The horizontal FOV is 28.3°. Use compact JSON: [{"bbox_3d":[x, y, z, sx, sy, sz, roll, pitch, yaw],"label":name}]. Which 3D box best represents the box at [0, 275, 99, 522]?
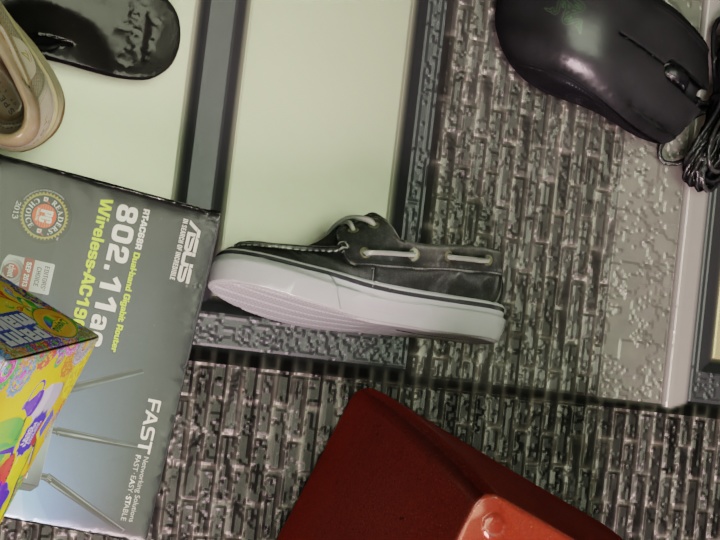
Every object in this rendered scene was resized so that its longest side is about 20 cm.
[{"bbox_3d":[-0.271,0.075,0.697,0.192,0.122,0.201,31,97,7],"label":"box"}]

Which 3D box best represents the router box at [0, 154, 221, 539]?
[{"bbox_3d":[-0.176,0.044,0.817,0.149,0.062,0.201,14,85,-19],"label":"router box"}]

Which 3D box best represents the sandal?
[{"bbox_3d":[-0.199,-0.154,0.821,0.199,0.045,0.076,6,88,-19],"label":"sandal"}]

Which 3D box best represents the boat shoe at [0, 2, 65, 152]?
[{"bbox_3d":[-0.234,-0.148,0.757,0.072,0.065,0.200,-37,95,3],"label":"boat shoe"}]

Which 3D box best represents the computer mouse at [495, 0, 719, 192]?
[{"bbox_3d":[0.185,-0.146,0.947,0.199,0.053,0.139,20,84,-17],"label":"computer mouse"}]

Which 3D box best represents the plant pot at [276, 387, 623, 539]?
[{"bbox_3d":[0.062,0.207,0.836,0.200,0.176,0.200,32,80,-16],"label":"plant pot"}]

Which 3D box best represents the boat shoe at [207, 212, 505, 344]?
[{"bbox_3d":[0.000,0.000,0.882,0.199,0.072,0.071,11,77,-28],"label":"boat shoe"}]
